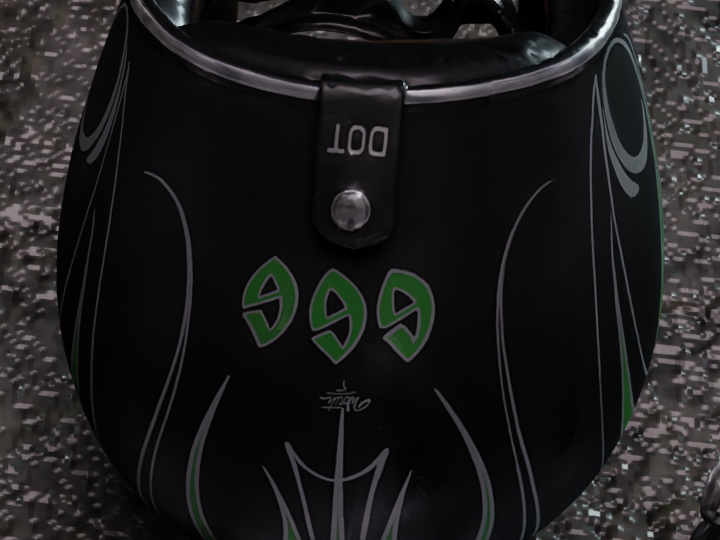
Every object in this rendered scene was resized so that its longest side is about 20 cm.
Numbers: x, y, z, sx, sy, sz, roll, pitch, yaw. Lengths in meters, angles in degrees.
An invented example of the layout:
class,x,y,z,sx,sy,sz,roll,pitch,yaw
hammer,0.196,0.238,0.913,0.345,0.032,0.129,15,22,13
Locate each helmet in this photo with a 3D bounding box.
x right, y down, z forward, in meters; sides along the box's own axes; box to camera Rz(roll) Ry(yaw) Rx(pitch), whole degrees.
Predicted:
class,x,y,z,sx,sy,sz,roll,pitch,yaw
helmet,0.000,0.000,0.849,0.199,0.191,0.200,2,28,-1

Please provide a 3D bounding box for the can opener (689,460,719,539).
class,x,y,z,sx,sy,sz,roll,pitch,yaw
can opener,0.104,0.124,0.859,0.079,0.063,0.200,35,55,16
